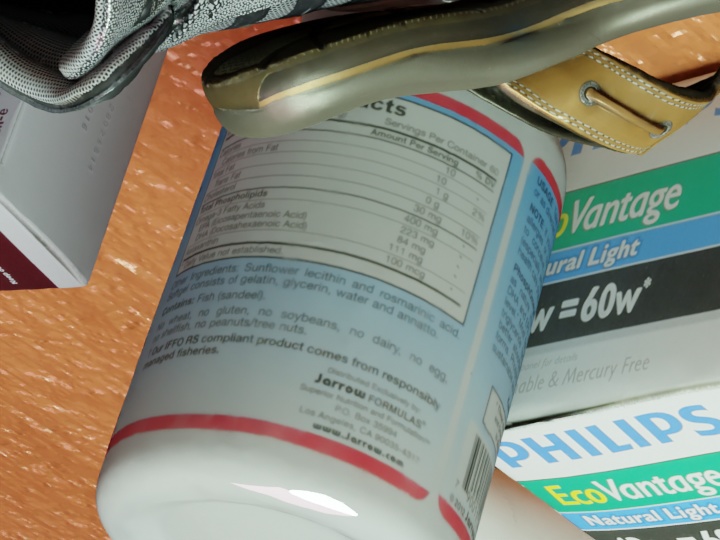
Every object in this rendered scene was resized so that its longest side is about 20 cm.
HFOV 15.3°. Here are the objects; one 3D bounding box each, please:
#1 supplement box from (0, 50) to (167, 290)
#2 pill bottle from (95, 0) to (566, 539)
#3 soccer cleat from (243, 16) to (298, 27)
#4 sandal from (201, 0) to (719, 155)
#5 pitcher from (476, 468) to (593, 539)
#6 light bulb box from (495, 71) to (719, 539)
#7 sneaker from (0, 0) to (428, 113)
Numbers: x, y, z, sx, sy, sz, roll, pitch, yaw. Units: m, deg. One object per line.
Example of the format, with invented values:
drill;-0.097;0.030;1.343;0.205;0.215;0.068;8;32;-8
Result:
supplement box;-0.170;-0.051;0.904;0.199;0.109;0.061;-3;147;31
pill bottle;0.000;0.000;0.801;0.108;0.201;0.109;13;151;8
soccer cleat;-0.072;-0.115;0.777;0.199;0.070;0.086;-4;145;35
sandal;0.056;-0.055;0.743;0.199;0.055;0.082;-14;-171;-18
pitcher;0.061;0.141;1.124;0.200;0.121;0.172;37;168;-13
light bulb box;0.174;0.035;0.845;0.198;0.125;0.200;-13;140;44
sneaker;-0.029;-0.087;0.678;0.199;0.114;0.076;-10;107;17
